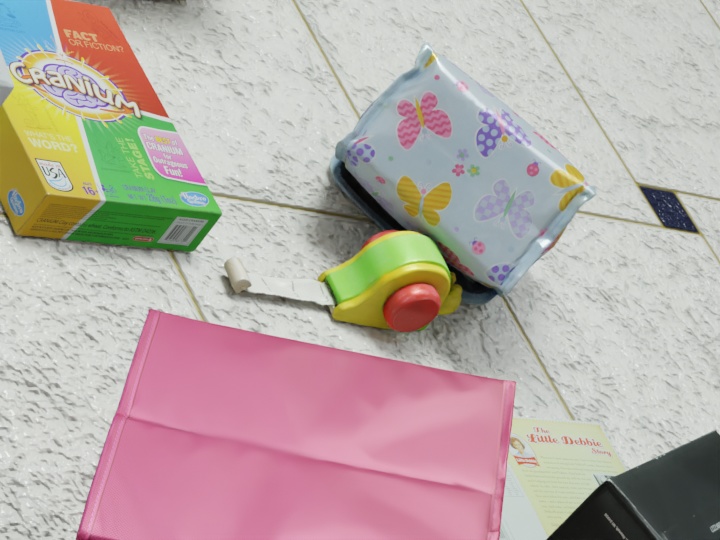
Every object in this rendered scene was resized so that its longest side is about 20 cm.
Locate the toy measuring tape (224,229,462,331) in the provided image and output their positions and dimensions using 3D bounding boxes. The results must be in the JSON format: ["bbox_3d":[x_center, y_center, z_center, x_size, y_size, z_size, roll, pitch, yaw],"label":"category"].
[{"bbox_3d":[0.000,0.000,1.731,0.200,0.074,0.074,12,40,-41],"label":"toy measuring tape"}]

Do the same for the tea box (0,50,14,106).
[{"bbox_3d":[-0.319,-0.118,1.394,0.133,0.197,0.200,13,39,-40],"label":"tea box"}]

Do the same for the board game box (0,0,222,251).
[{"bbox_3d":[-0.198,-0.104,1.672,0.153,0.040,0.200,5,45,-46],"label":"board game box"}]

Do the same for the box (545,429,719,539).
[{"bbox_3d":[0.158,0.215,1.493,0.124,0.200,0.148,51,31,16],"label":"box"}]

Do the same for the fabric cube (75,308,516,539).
[{"bbox_3d":[-0.040,0.168,1.274,0.199,0.197,0.200,12,34,0],"label":"fabric cube"}]

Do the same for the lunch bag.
[{"bbox_3d":[0.071,-0.065,1.840,0.170,0.127,0.200,41,0,-1],"label":"lunch bag"}]

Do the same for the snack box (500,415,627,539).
[{"bbox_3d":[0.116,0.153,1.693,0.200,0.037,0.116,8,44,-44],"label":"snack box"}]
